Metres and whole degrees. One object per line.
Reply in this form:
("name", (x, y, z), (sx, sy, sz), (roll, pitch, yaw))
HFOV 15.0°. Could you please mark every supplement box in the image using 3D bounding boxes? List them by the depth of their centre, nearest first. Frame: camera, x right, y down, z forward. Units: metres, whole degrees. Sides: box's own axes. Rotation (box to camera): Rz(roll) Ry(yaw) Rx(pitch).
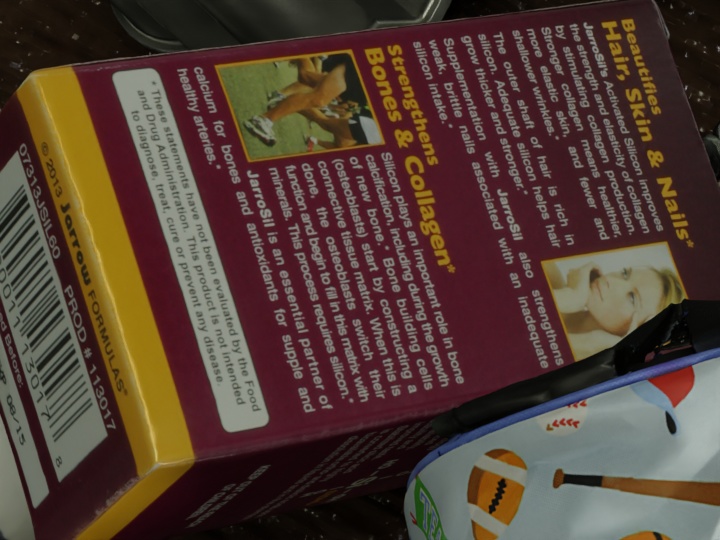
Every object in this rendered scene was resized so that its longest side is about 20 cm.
("supplement box", (0.000, 0.000, 0.748), (0.200, 0.086, 0.111), (-9, 72, -31))

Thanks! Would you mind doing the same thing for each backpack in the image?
("backpack", (0.100, 0.081, 0.660), (0.200, 0.190, 0.154), (-24, 62, 13))

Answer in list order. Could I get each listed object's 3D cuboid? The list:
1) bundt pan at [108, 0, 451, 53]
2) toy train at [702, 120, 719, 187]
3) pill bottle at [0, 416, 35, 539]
("bundt pan", (-0.030, -0.161, 0.823), (0.201, 0.076, 0.202), (-11, 69, 30))
("toy train", (0.141, -0.061, 0.840), (0.046, 0.034, 0.200), (35, 82, 3))
("pill bottle", (-0.150, 0.049, 0.807), (0.200, 0.111, 0.111), (-25, 74, 1))
